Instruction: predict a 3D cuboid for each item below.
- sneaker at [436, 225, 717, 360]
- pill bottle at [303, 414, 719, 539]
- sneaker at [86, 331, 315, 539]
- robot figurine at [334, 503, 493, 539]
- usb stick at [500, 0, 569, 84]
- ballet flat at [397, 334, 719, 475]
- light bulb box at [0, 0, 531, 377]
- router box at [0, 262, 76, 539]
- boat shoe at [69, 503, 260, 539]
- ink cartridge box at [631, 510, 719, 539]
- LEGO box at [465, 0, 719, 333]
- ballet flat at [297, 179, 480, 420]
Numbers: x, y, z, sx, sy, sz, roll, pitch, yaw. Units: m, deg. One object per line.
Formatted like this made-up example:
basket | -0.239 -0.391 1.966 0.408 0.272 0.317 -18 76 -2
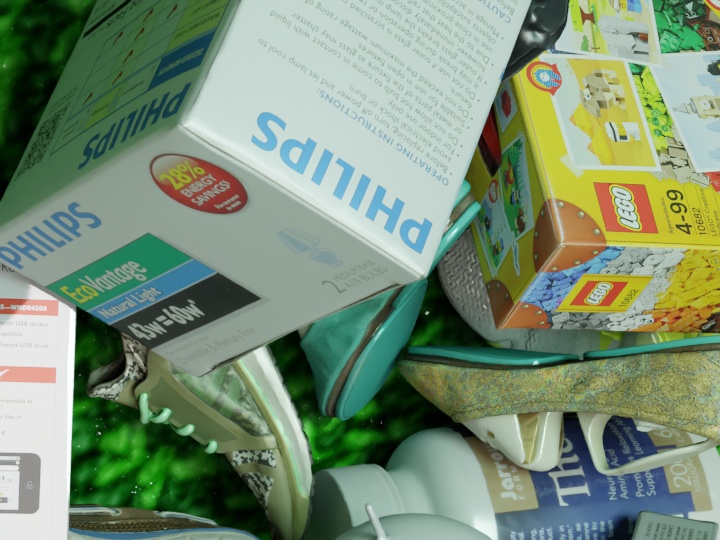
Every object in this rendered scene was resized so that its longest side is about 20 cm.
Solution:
sneaker | 0.134 0.022 1.336 0.200 0.105 0.076 29 109 2
pill bottle | 0.077 0.130 1.311 0.200 0.111 0.111 -4 105 -21
sneaker | -0.086 0.051 1.254 0.089 0.077 0.200 -24 105 -5
robot figurine | 0.022 0.189 1.191 0.113 0.170 0.200 -46 154 -36
usb stick | 0.026 -0.082 1.198 0.033 0.200 0.055 30 51 -22
ballet flat | 0.103 0.065 1.243 0.071 0.200 0.071 8 81 -57
light bulb box | -0.038 -0.084 1.120 0.125 0.198 0.200 33 61 -21
router box | -0.228 0.073 1.162 0.200 0.049 0.180 3 87 -11
boat shoe | -0.142 0.147 1.246 0.200 0.072 0.072 6 99 -15
ink cartridge box | 0.123 0.236 1.210 0.044 0.200 0.174 10 119 11
LEGO box | 0.122 -0.073 1.232 0.149 0.200 0.077 2 146 -23
ballet flat | 0.000 0.000 1.240 0.070 0.200 0.067 39 58 8
